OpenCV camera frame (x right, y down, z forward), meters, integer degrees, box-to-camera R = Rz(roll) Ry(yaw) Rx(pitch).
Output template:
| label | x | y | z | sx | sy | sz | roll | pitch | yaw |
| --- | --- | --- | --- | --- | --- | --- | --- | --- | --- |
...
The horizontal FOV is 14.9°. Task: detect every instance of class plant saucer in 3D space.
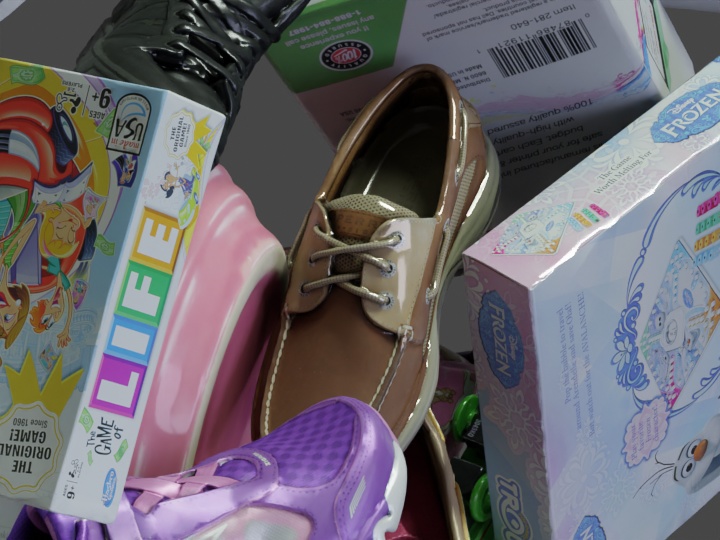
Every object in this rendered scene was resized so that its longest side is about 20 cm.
| label | x | y | z | sx | sy | sz | roll | pitch | yaw |
| --- | --- | --- | --- | --- | --- | --- | --- | --- | --- |
| plant saucer | -0.073 | 0.056 | 1.102 | 0.200 | 0.050 | 0.202 | 14 | 90 | -81 |

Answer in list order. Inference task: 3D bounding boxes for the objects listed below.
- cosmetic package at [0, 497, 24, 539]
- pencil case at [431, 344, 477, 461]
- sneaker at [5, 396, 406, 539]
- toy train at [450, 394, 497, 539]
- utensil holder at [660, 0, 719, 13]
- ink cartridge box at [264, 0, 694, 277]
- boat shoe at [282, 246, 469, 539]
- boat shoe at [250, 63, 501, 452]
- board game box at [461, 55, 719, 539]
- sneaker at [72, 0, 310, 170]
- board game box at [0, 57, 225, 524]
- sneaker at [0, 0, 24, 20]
| label | x | y | z | sx | sy | sz | roll | pitch | yaw |
| --- | --- | --- | --- | --- | --- | --- | --- | --- | --- |
| cosmetic package | -0.166 | 0.027 | 1.000 | 0.113 | 0.081 | 0.201 | 22 | 81 | -56 |
| pencil case | -0.002 | 0.127 | 1.270 | 0.086 | 0.082 | 0.201 | 15 | 88 | -51 |
| sneaker | -0.075 | 0.101 | 0.986 | 0.200 | 0.080 | 0.089 | -34 | 121 | -13 |
| toy train | 0.039 | 0.120 | 1.224 | 0.201 | 0.042 | 0.056 | -57 | 145 | -22 |
| utensil holder | 0.164 | -0.205 | 1.331 | 0.199 | 0.169 | 0.171 | -5 | 104 | -53 |
| ink cartridge box | 0.055 | -0.097 | 1.211 | 0.200 | 0.144 | 0.084 | 53 | 27 | -49 |
| boat shoe | 0.002 | 0.068 | 1.174 | 0.073 | 0.201 | 0.069 | -22 | 158 | -11 |
| boat shoe | 0.000 | 0.000 | 1.109 | 0.072 | 0.075 | 0.201 | 74 | 28 | -50 |
| board game box | 0.132 | 0.026 | 1.211 | 0.199 | 0.043 | 0.201 | -37 | 137 | -31 |
| sneaker | -0.058 | -0.099 | 1.060 | 0.060 | 0.200 | 0.104 | 43 | 93 | -16 |
| board game box | -0.148 | -0.006 | 0.907 | 0.034 | 0.199 | 0.135 | 20 | 83 | -56 |
| sneaker | -0.190 | -0.068 | 0.876 | 0.200 | 0.079 | 0.079 | -44 | 156 | 11 |
